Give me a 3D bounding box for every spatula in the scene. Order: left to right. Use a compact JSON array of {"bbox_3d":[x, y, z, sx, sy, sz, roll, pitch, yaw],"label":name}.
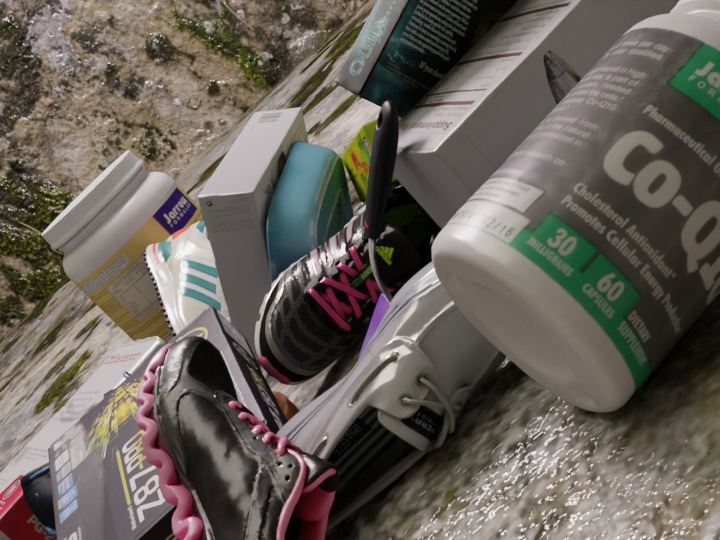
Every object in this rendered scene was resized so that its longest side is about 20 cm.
[{"bbox_3d":[0.012,-0.008,0.709,0.020,0.201,0.057,-6,31,-10],"label":"spatula"}]

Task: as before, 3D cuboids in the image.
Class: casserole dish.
[{"bbox_3d":[-0.037,-0.031,0.983,0.039,0.122,0.200,-5,30,11],"label":"casserole dish"}]

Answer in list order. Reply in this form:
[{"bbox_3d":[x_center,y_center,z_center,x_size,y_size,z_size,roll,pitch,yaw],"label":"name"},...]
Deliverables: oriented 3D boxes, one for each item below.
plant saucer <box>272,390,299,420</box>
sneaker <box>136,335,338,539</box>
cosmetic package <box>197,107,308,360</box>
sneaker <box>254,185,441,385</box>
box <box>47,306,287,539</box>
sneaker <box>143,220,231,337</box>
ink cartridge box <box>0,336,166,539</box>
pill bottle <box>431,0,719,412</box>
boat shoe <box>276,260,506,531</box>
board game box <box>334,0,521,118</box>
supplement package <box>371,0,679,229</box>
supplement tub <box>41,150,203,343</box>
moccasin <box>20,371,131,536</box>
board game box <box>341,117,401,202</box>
[{"bbox_3d":[-0.124,0.160,0.827,0.200,0.032,0.200,-40,16,14],"label":"plant saucer"},{"bbox_3d":[-0.054,0.109,0.601,0.095,0.079,0.201,-31,52,15],"label":"sneaker"},{"bbox_3d":[-0.076,-0.037,1.012,0.051,0.152,0.200,-4,27,11],"label":"cosmetic package"},{"bbox_3d":[0.000,0.000,0.852,0.200,0.074,0.087,-46,8,-29],"label":"sneaker"},{"bbox_3d":[-0.127,0.122,0.766,0.161,0.049,0.200,-43,26,2],"label":"box"},{"bbox_3d":[-0.125,0.020,1.033,0.093,0.070,0.200,-33,44,1],"label":"sneaker"},{"bbox_3d":[-0.229,0.160,1.003,0.200,0.083,0.145,-49,15,-22],"label":"ink cartridge box"},{"bbox_3d":[0.135,-0.043,0.533,0.200,0.113,0.113,-47,15,-12],"label":"pill bottle"},{"bbox_3d":[0.028,0.070,0.622,0.200,0.073,0.067,-50,27,20],"label":"boat shoe"},{"bbox_3d":[0.085,-0.149,0.776,0.028,0.200,0.136,36,102,40],"label":"board game box"},{"bbox_3d":[0.126,-0.100,0.708,0.200,0.117,0.117,-46,17,-8],"label":"supplement package"},{"bbox_3d":[-0.208,-0.008,1.183,0.145,0.200,0.146,-40,15,13],"label":"supplement tub"},{"bbox_3d":[-0.178,0.117,0.905,0.200,0.068,0.081,-42,-11,-21],"label":"moccasin"},{"bbox_3d":[0.045,-0.104,0.946,0.101,0.048,0.200,-26,2,-5],"label":"board game box"}]
